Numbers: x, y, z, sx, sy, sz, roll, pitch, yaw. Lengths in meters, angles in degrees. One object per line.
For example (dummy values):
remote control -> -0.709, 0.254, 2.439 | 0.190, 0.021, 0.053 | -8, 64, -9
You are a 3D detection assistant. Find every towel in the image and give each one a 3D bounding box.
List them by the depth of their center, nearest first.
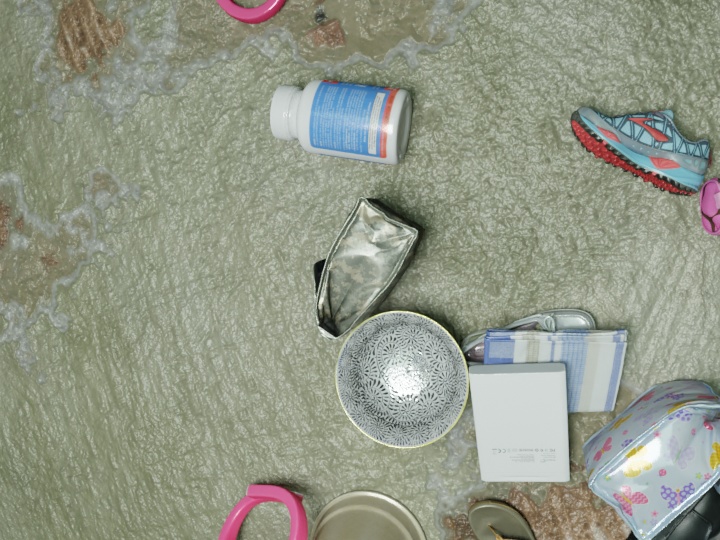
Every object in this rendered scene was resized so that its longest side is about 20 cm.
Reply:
towel -> 0.274, 0.144, 0.967 | 0.198, 0.024, 0.148 | -1, 121, 6

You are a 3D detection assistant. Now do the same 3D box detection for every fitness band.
fitness band -> -0.155, 0.413, 1.056 | 0.199, 0.037, 0.145 | -14, 50, 44
fitness band -> -0.185, -0.496, 1.076 | 0.143, 0.037, 0.201 | -27, 85, 14

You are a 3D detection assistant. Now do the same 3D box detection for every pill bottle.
pill bottle -> -0.030, -0.227, 1.014 | 0.198, 0.112, 0.113 | 10, 96, 12

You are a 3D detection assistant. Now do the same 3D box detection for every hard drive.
hard drive -> 0.232, 0.223, 0.978 | 0.131, 0.027, 0.201 | -4, 118, 14

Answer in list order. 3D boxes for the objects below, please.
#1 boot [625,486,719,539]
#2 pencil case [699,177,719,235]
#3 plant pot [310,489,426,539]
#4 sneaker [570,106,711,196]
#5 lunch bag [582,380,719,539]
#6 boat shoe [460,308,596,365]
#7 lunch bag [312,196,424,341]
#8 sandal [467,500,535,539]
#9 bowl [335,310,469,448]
boot -> 0.486, 0.392, 0.946 | 0.162, 0.073, 0.199 | 37, 100, 6
pencil case -> 0.560, -0.088, 0.885 | 0.198, 0.094, 0.092 | -2, 93, 15
plant pot -> -0.008, 0.462, 1.013 | 0.199, 0.183, 0.202 | 1, 93, 14
sneaker -> 0.391, -0.186, 0.940 | 0.199, 0.079, 0.096 | 29, 90, 2
lunch bag -> 0.409, 0.238, 0.902 | 0.127, 0.170, 0.200 | 44, 101, 9
boat shoe -> 0.244, 0.105, 0.989 | 0.200, 0.065, 0.075 | -11, 91, 14
lunch bag -> 0.000, 0.000, 0.993 | 0.117, 0.164, 0.201 | 30, 99, 5
sandal -> 0.236, 0.438, 1.017 | 0.080, 0.054, 0.201 | -32, 86, 14
bowl -> 0.068, 0.156, 1.022 | 0.199, 0.094, 0.203 | 1, 94, 13
